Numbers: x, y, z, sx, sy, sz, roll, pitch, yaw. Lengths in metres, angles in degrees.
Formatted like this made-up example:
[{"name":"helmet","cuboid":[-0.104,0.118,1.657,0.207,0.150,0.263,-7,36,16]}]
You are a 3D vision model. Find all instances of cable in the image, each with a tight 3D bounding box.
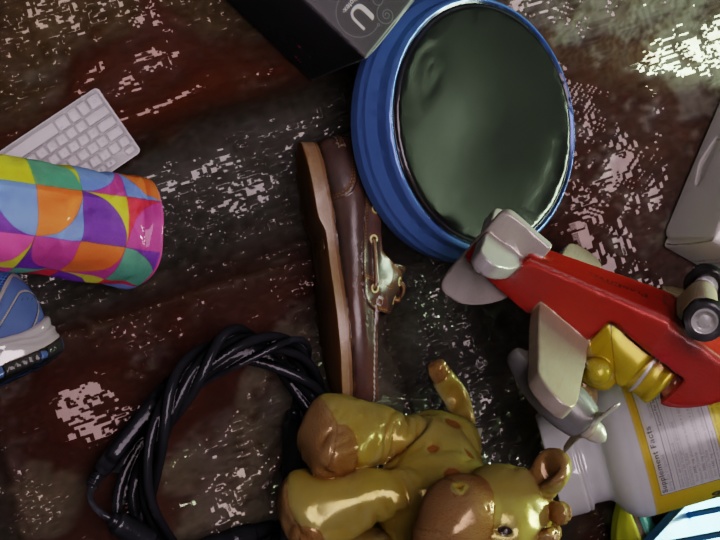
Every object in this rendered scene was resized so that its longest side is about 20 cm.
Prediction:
[{"name":"cable","cuboid":[-0.088,0.136,1.347,0.163,0.051,0.200,42,76,-14]}]

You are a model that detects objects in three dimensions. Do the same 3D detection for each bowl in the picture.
[{"name":"bowl","cuboid":[0.082,-0.106,1.384,0.200,0.039,0.202,3,85,-39]}]

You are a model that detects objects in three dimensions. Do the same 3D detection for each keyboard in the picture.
[{"name":"keyboard","cuboid":[-0.250,-0.052,1.315,0.200,0.011,0.056,-36,100,-17]}]

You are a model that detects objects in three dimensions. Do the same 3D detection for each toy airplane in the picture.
[{"name":"toy airplane","cuboid":[0.148,0.043,1.317,0.199,0.199,0.142,-3,122,-37]}]

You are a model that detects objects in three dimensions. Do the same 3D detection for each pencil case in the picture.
[{"name":"pencil case","cuboid":[-0.232,-0.036,1.265,0.199,0.088,0.089,9,86,-33]}]

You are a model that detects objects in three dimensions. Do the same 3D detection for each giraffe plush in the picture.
[{"name":"giraffe plush","cuboid":[0.062,0.172,1.317,0.199,0.162,0.174,-23,121,-31]}]

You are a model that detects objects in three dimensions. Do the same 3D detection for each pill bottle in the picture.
[{"name":"pill bottle","cuboid":[0.236,0.118,1.393,0.199,0.112,0.113,-16,94,5]}]

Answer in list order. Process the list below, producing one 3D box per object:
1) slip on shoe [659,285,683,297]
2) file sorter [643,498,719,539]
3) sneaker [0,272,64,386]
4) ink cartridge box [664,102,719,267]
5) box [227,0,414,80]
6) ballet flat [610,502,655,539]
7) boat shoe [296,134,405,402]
[{"name":"slip on shoe","cuboid":[0.246,0.038,1.441,0.199,0.076,0.061,-16,68,4]},{"name":"file sorter","cuboid":[0.308,0.231,1.405,0.200,0.122,0.139,-34,102,-47]},{"name":"sneaker","cuboid":[-0.305,0.060,1.268,0.199,0.076,0.077,-22,86,-26]},{"name":"ink cartridge box","cuboid":[0.363,-0.042,1.491,0.199,0.084,0.146,27,80,-17]},{"name":"box","cuboid":[-0.056,-0.244,1.329,0.200,0.122,0.106,42,76,-13]},{"name":"ballet flat","cuboid":[0.229,0.268,1.453,0.067,0.067,0.201,-28,100,11]},{"name":"boat shoe","cuboid":[0.000,0.000,1.370,0.070,0.070,0.201,-6,91,-15]}]
